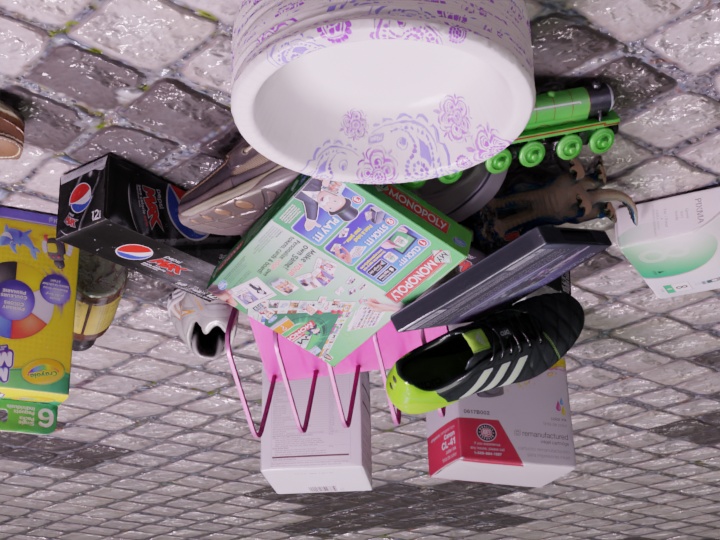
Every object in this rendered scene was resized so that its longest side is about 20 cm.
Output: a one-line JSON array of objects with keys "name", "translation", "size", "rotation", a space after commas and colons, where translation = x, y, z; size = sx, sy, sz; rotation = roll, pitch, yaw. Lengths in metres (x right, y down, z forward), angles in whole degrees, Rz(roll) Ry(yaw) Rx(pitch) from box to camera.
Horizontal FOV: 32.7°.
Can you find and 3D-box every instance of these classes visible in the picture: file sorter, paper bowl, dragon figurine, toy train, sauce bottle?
[{"name": "file sorter", "translation": [-0.019, 0.075, 1.200], "size": [0.198, 0.126, 0.140], "rotation": [-8, 122, 10]}, {"name": "paper bowl", "translation": [0.014, -0.146, 0.814], "size": [0.198, 0.105, 0.201], "rotation": [-1, 158, 0]}, {"name": "dragon figurine", "translation": [0.169, -0.057, 1.085], "size": [0.099, 0.059, 0.199], "rotation": [-18, 172, 34]}, {"name": "toy train", "translation": [0.111, -0.108, 0.948], "size": [0.198, 0.042, 0.057], "rotation": [-12, 127, -14]}, {"name": "sauce bottle", "translation": [-0.287, 0.035, 1.286], "size": [0.064, 0.065, 0.200], "rotation": [6, 156, -18]}]

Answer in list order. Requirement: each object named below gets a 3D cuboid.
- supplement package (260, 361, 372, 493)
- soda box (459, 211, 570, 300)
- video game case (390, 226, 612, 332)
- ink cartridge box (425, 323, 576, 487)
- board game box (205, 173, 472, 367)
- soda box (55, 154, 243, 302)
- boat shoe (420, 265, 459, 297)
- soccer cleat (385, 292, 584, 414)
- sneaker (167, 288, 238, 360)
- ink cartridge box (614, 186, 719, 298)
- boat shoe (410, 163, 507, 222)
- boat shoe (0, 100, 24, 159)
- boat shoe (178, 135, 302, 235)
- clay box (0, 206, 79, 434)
[{"name": "supplement package", "translation": [-0.047, 0.134, 1.359], "size": [0.112, 0.202, 0.110], "rotation": [-3, 157, 5]}, {"name": "soda box", "translation": [0.119, -0.019, 1.160], "size": [0.070, 0.064, 0.199], "rotation": [-19, 151, 36]}, {"name": "video game case", "translation": [0.123, 0.007, 1.030], "size": [0.142, 0.019, 0.200], "rotation": [-33, 168, 23]}, {"name": "ink cartridge box", "translation": [0.150, 0.129, 1.358], "size": [0.146, 0.202, 0.086], "rotation": [7, 156, -20]}, {"name": "board game box", "translation": [-0.022, -0.006, 0.983], "size": [0.134, 0.029, 0.200], "rotation": [32, 137, -16]}, {"name": "soda box", "translation": [-0.180, -0.034, 1.125], "size": [0.070, 0.064, 0.199], "rotation": [-18, 153, 33]}, {"name": "boat shoe", "translation": [0.000, 0.000, 1.089], "size": [0.198, 0.076, 0.093], "rotation": [2, 179, 20]}, {"name": "soccer cleat", "translation": [0.116, 0.070, 1.090], "size": [0.199, 0.068, 0.081], "rotation": [-24, 159, -11]}, {"name": "sneaker", "translation": [-0.169, 0.060, 1.315], "size": [0.075, 0.093, 0.200], "rotation": [4, 157, -11]}, {"name": "ink cartridge box", "translation": [0.363, -0.033, 1.187], "size": [0.198, 0.051, 0.161], "rotation": [-10, 156, 25]}, {"name": "boat shoe", "translation": [0.033, -0.070, 1.041], "size": [0.199, 0.074, 0.065], "rotation": [-22, 154, 38]}, {"name": "boat shoe", "translation": [-0.360, -0.103, 0.936], "size": [0.198, 0.075, 0.076], "rotation": [7, 156, -19]}, {"name": "boat shoe", "translation": [-0.065, -0.087, 0.996], "size": [0.199, 0.074, 0.074], "rotation": [-21, 154, 26]}, {"name": "clay box", "translation": [-0.322, 0.044, 1.126], "size": [0.114, 0.202, 0.048], "rotation": [9, 156, -25]}]
